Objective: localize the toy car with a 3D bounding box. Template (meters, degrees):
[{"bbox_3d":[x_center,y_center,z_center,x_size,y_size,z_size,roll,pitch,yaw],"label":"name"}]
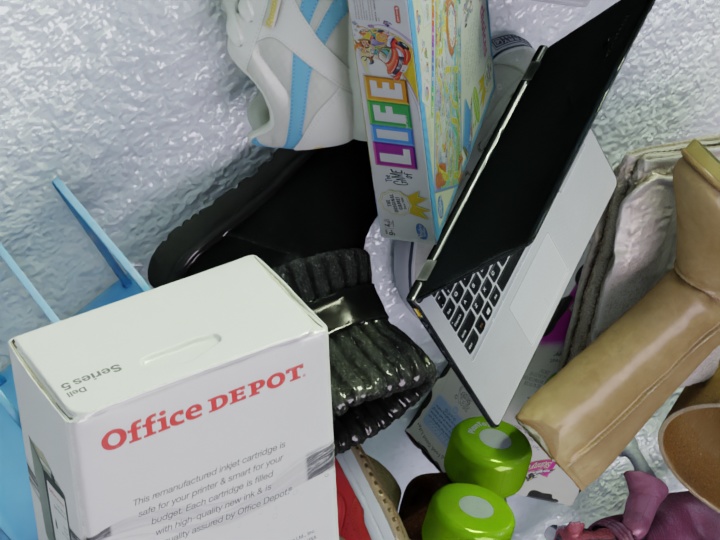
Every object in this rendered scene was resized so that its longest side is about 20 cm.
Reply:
[{"bbox_3d":[-0.010,0.171,1.527,0.158,0.199,0.165,-66,173,-60],"label":"toy car"}]

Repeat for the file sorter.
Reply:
[{"bbox_3d":[-0.193,0.068,1.303,0.200,0.139,0.123,-38,136,-6],"label":"file sorter"}]

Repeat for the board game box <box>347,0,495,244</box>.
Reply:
[{"bbox_3d":[0.035,-0.133,1.300,0.201,0.034,0.135,82,23,-44],"label":"board game box"}]

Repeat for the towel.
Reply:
[{"bbox_3d":[0.201,0.003,1.555,0.132,0.034,0.201,-12,129,-30],"label":"towel"}]

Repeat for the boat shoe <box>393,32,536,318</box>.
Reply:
[{"bbox_3d":[0.085,-0.038,1.476,0.074,0.086,0.203,-3,125,-37],"label":"boat shoe"}]

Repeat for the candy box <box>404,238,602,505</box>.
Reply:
[{"bbox_3d":[0.138,0.056,1.620,0.136,0.061,0.201,16,111,-45],"label":"candy box"}]

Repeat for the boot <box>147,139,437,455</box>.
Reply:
[{"bbox_3d":[0.000,0.002,1.373,0.211,0.158,0.080,-39,155,-15],"label":"boot"}]

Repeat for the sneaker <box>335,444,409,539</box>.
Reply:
[{"bbox_3d":[-0.059,0.116,1.425,0.112,0.201,0.071,-33,168,-3],"label":"sneaker"}]

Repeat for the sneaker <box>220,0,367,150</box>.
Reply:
[{"bbox_3d":[-0.037,-0.151,1.288,0.080,0.077,0.201,-9,123,-1],"label":"sneaker"}]

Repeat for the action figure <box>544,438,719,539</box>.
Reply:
[{"bbox_3d":[0.197,0.211,1.745,0.134,0.149,0.200,-51,154,20],"label":"action figure"}]

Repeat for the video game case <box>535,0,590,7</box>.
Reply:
[{"bbox_3d":[0.094,-0.242,1.359,0.199,0.022,0.183,2,122,-41],"label":"video game case"}]

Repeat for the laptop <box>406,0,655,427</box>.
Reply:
[{"bbox_3d":[0.120,-0.034,1.340,0.188,0.115,0.200,-61,140,-26],"label":"laptop"}]

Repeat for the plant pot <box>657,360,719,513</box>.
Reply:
[{"bbox_3d":[0.332,0.068,1.699,0.201,0.185,0.187,-63,147,-26],"label":"plant pot"}]

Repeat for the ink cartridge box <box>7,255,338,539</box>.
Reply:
[{"bbox_3d":[-0.092,0.111,1.247,0.145,0.084,0.201,-20,129,-23],"label":"ink cartridge box"}]

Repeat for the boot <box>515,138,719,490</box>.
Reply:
[{"bbox_3d":[0.176,0.033,1.488,0.200,0.066,0.175,-42,139,0],"label":"boot"}]
